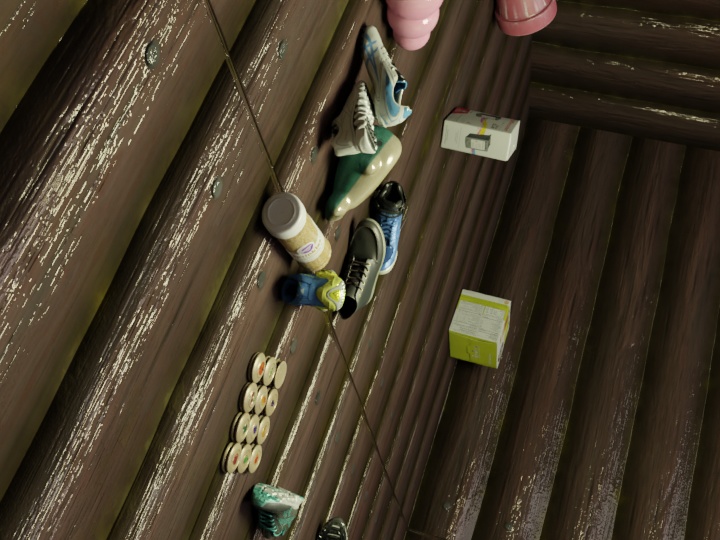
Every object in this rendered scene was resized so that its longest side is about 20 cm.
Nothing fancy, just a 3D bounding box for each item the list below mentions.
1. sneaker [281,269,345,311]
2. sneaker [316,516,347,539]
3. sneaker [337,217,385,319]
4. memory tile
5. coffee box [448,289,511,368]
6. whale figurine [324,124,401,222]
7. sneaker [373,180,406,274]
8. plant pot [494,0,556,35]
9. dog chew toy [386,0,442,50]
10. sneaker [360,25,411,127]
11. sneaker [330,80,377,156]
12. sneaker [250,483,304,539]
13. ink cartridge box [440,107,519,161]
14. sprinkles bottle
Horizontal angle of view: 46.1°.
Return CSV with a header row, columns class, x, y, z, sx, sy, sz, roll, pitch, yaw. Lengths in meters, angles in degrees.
class,x,y,z,sx,sy,sz,roll,pitch,yaw
sneaker,-0.092,0.029,1.495,0.200,0.102,0.078,171,-72,-76
sneaker,-0.067,0.663,2.057,0.080,0.072,0.204,-71,171,-53
sneaker,0.000,0.000,1.756,0.106,0.073,0.205,-49,149,-62
memory tile,-0.178,0.246,1.443,0.153,0.016,0.205,45,58,-71
coffee box,0.461,0.228,3.271,0.202,0.195,0.201,78,30,-54
whale figurine,-0.011,-0.186,1.579,0.201,0.103,0.159,-50,-177,-12
sneaker,0.055,-0.101,1.861,0.112,0.075,0.204,83,21,-63
plant pot,0.503,-0.870,2.645,0.180,0.196,0.203,59,44,-45
dog chew toy,0.103,-0.518,1.661,0.201,0.122,0.127,90,19,-60
sneaker,0.047,-0.362,1.557,0.072,0.071,0.205,37,38,-70
sneaker,-0.014,-0.275,1.525,0.202,0.079,0.076,-86,155,-51
sneaker,-0.160,0.452,1.568,0.200,0.076,0.093,55,54,-67
ink cartridge box,0.342,-0.389,2.405,0.148,0.195,0.088,-50,149,-58
sprinkles bottle,-0.101,-0.060,1.385,0.200,0.067,0.070,55,50,-69
